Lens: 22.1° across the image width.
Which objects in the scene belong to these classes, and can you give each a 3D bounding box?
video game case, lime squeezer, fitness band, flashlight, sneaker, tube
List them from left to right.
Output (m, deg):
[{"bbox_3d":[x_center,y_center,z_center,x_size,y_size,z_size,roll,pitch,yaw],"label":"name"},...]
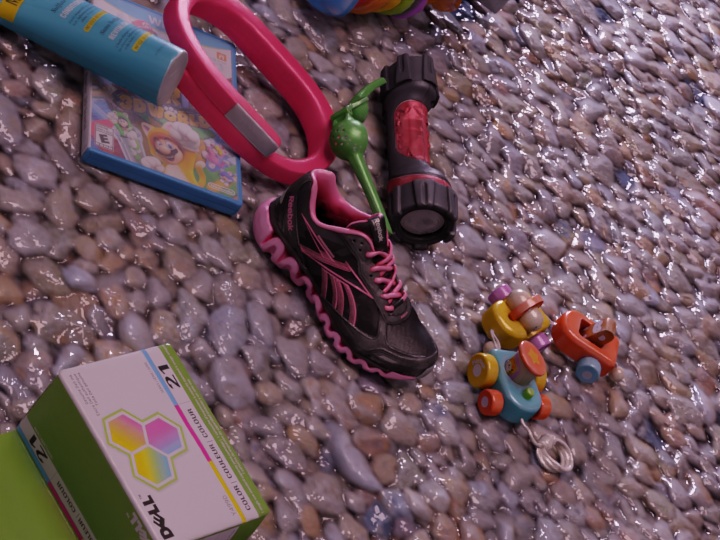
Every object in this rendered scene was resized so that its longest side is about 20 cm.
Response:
[{"bbox_3d":[-0.240,-0.202,1.523,0.199,0.051,0.077,27,33,7],"label":"tube"},{"bbox_3d":[-0.168,-0.146,1.567,0.143,0.018,0.201,19,43,-26],"label":"video game case"},{"bbox_3d":[-0.097,-0.162,1.606,0.200,0.037,0.144,49,29,-9],"label":"fitness band"},{"bbox_3d":[0.000,0.000,1.514,0.200,0.095,0.079,48,36,5],"label":"sneaker"},{"bbox_3d":[0.004,-0.124,1.635,0.070,0.038,0.201,26,40,-26],"label":"lime squeezer"},{"bbox_3d":[0.052,-0.114,1.685,0.067,0.068,0.201,-1,52,1],"label":"flashlight"}]

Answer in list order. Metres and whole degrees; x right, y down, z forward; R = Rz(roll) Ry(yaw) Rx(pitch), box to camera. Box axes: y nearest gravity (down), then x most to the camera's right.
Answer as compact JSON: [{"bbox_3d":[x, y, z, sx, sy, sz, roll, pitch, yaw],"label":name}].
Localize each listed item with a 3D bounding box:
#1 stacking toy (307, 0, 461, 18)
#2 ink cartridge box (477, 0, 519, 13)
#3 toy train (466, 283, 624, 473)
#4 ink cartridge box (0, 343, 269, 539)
[{"bbox_3d":[0.032,-0.293,1.833,0.200,0.110,0.116,14,29,-48],"label":"stacking toy"},{"bbox_3d":[0.068,-0.343,1.886,0.199,0.041,0.200,40,3,14],"label":"ink cartridge box"},{"bbox_3d":[0.173,0.078,1.622,0.150,0.056,0.200,37,38,-7],"label":"toy train"},{"bbox_3d":[-0.182,0.145,1.229,0.200,0.076,0.148,-13,63,-48],"label":"ink cartridge box"}]
